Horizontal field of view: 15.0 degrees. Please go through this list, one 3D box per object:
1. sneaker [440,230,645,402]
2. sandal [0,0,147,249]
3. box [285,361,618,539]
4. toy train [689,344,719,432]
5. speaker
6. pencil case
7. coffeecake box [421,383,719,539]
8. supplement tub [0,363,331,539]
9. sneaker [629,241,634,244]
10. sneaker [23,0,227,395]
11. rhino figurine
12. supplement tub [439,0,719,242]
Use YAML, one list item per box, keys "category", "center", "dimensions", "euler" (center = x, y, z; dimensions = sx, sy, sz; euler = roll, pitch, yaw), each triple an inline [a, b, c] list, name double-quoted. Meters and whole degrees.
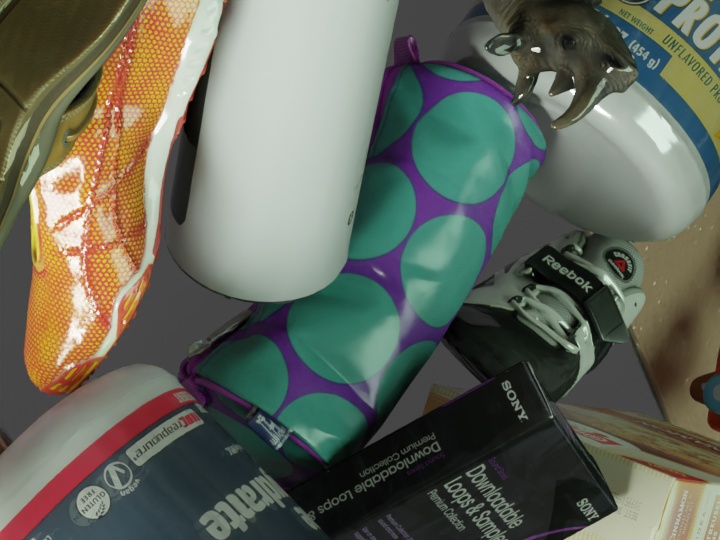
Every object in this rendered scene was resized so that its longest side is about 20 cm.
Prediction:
- category: "sneaker"
  center: [0.092, 0.017, 1.310]
  dimensions: [0.089, 0.074, 0.200]
  euler: [-46, 176, 13]
- category: "sandal"
  center: [-0.129, -0.061, 1.010]
  dimensions: [0.201, 0.080, 0.054]
  euler: [-64, 157, -4]
- category: "box"
  center: [0.011, 0.123, 1.240]
  dimensions: [0.200, 0.036, 0.143]
  euler: [-31, 153, 5]
- category: "toy train"
  center: [0.248, 0.046, 1.570]
  dimensions: [0.200, 0.055, 0.151]
  euler: [14, 81, -50]
- category: "speaker"
  center: [-0.028, -0.087, 1.121]
  dimensions: [0.081, 0.081, 0.200]
  euler: [-30, 145, -40]
- category: "pencil case"
  center: [0.000, 0.000, 1.237]
  dimensions: [0.092, 0.085, 0.200]
  euler: [38, 72, -17]
- category: "coffeecake box"
  center: [0.141, 0.121, 1.408]
  dimensions: [0.200, 0.153, 0.073]
  euler: [10, 98, -52]
- category: "supplement tub"
  center: [-0.068, 0.150, 1.106]
  dimensions: [0.140, 0.200, 0.140]
  euler: [-44, 171, -8]
- category: "sneaker"
  center: [0.182, -0.092, 1.419]
  dimensions: [0.200, 0.082, 0.078]
  euler: [-52, 139, -20]
- category: "sneaker"
  center: [-0.112, -0.047, 1.088]
  dimensions: [0.077, 0.073, 0.201]
  euler: [8, 108, -18]
- category: "rhino figurine"
  center: [0.096, -0.142, 1.202]
  dimensions: [0.060, 0.087, 0.201]
  euler: [65, 28, -54]
- category: "supplement tub"
  center: [0.144, -0.130, 1.304]
  dimensions: [0.200, 0.144, 0.145]
  euler: [-54, 140, -18]
